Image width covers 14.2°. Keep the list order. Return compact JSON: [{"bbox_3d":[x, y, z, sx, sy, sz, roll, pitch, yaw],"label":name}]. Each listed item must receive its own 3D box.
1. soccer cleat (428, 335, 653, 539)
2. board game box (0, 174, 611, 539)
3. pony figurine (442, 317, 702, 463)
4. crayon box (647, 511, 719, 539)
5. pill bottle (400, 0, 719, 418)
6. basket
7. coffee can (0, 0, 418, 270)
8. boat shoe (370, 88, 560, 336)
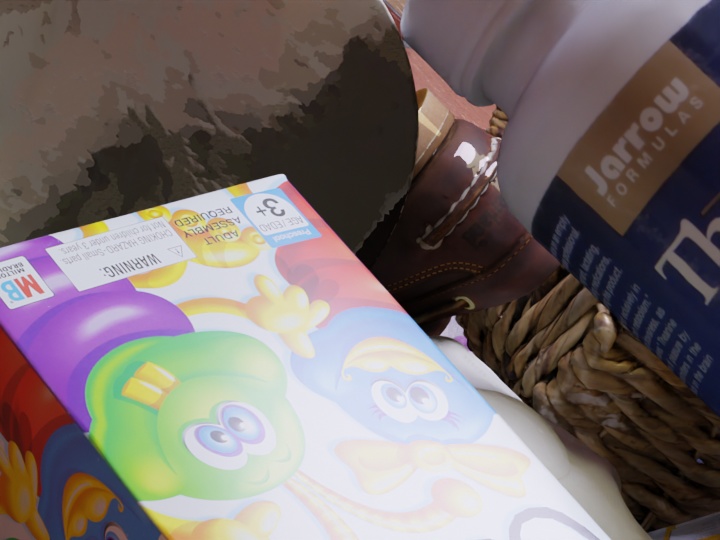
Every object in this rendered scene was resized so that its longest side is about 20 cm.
[{"bbox_3d":[0.032,0.063,0.827,0.078,0.069,0.200,33,-1,-7],"label":"soccer cleat"},{"bbox_3d":[-0.013,0.086,0.683,0.105,0.103,0.200,-17,52,-37],"label":"board game box"},{"bbox_3d":[0.080,0.046,1.095,0.200,0.166,0.193,31,33,-39],"label":"pony figurine"},{"bbox_3d":[0.086,0.111,0.849,0.200,0.126,0.052,1,71,-82],"label":"crayon box"},{"bbox_3d":[0.108,-0.026,0.772,0.200,0.111,0.111,45,13,13],"label":"pill bottle"},{"bbox_3d":[0.122,0.011,1.002,0.200,0.143,0.149,25,22,-37],"label":"basket"},{"bbox_3d":[-0.074,-0.074,0.868,0.146,0.146,0.200,35,13,-23],"label":"coffee can"},{"bbox_3d":[0.000,0.000,0.940,0.070,0.070,0.200,38,-19,-12],"label":"boat shoe"}]
